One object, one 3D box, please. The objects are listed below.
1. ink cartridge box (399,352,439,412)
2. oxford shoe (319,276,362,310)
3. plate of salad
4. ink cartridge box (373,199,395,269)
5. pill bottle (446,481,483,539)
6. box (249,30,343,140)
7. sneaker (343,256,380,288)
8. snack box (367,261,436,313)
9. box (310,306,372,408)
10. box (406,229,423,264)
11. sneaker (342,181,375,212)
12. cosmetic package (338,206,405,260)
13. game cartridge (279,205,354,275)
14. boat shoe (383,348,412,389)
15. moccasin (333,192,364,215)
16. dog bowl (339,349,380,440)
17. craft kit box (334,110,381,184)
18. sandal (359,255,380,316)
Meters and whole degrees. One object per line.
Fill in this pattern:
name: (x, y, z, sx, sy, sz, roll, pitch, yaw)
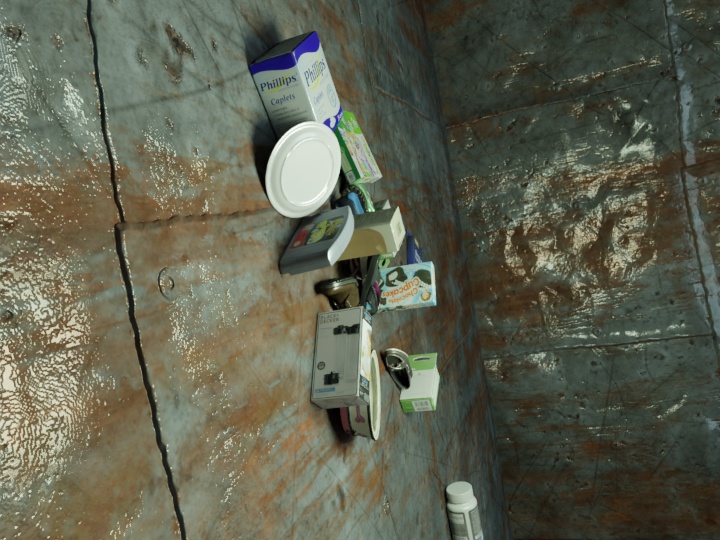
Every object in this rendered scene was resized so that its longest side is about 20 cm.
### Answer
ink cartridge box: (0.193, 0.355, 1.821, 0.201, 0.102, 0.060, -71, 146, -54)
oxford shoe: (-0.038, 0.060, 1.357, 0.199, 0.071, 0.086, 17, 70, -67)
plate of salad: (-0.120, -0.209, 1.184, 0.198, 0.048, 0.203, -27, 131, -35)
ink cartridge box: (0.075, -0.099, 1.732, 0.104, 0.058, 0.203, -61, 137, -60)
pill bottle: (0.375, 0.886, 2.080, 0.114, 0.112, 0.204, -24, 104, -70)
box: (-0.131, -0.388, 1.247, 0.185, 0.103, 0.203, -71, 146, -54)
sneaker: (0.000, 0.000, 1.486, 0.080, 0.085, 0.202, -48, 151, -40)
snack box: (0.107, 0.048, 1.574, 0.037, 0.196, 0.118, 47, 38, -59)
box: (-0.039, 0.187, 1.235, 0.060, 0.115, 0.203, 48, 39, -52)
box: (0.205, -0.043, 2.139, 0.121, 0.032, 0.204, 49, 36, -56)
sneaker: (0.015, -0.171, 1.596, 0.086, 0.077, 0.202, -77, 150, -48)
cosmetic package: (-0.004, -0.081, 1.323, 0.106, 0.196, 0.072, -61, 138, -58)
game cartridge: (-0.082, -0.068, 1.198, 0.201, 0.131, 0.041, -72, 147, -53)
boat shoe: (0.117, 0.293, 1.693, 0.201, 0.066, 0.058, 59, 24, -53)
moccasin: (-0.016, -0.114, 1.507, 0.081, 0.067, 0.203, -82, 157, -57)
dog bowl: (0.000, 0.284, 1.312, 0.200, 0.072, 0.205, -3, 90, -83)
craft kit box: (-0.025, -0.331, 1.536, 0.203, 0.048, 0.197, 65, 18, -2)
sandal: (0.029, 0.058, 1.407, 0.075, 0.047, 0.204, -58, 162, -66)
